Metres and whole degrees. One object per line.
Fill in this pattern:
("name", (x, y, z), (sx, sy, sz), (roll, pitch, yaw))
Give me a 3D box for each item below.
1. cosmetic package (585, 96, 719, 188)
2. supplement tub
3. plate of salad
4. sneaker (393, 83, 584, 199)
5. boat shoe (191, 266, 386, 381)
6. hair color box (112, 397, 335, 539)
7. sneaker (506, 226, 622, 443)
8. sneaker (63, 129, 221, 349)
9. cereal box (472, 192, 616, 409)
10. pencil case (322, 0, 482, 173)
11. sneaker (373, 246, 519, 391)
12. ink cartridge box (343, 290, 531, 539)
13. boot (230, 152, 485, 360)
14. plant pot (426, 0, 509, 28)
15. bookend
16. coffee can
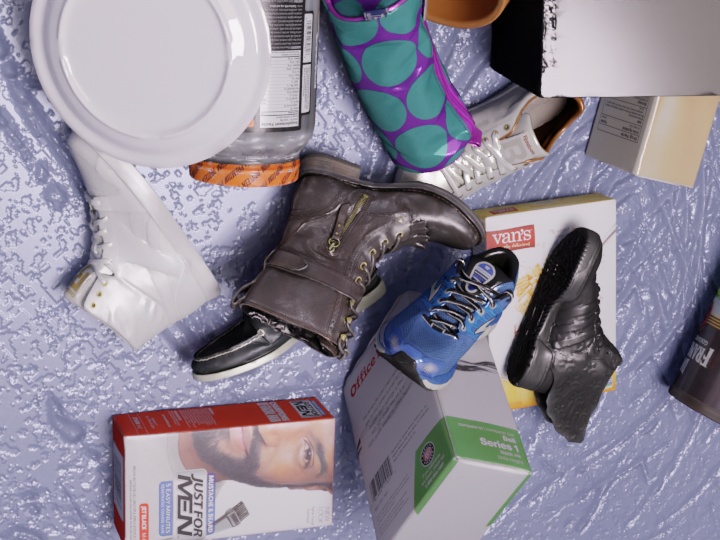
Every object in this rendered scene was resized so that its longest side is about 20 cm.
("cosmetic package", (0.291, -0.189, 1.333), (0.071, 0.105, 0.202), (10, 103, -22))
("supplement tub", (-0.096, -0.177, 1.185), (0.121, 0.122, 0.202), (-2, 106, -19))
("plate of salad", (-0.165, -0.180, 1.116), (0.198, 0.048, 0.202), (4, 113, 9))
("sneaker", (0.118, -0.116, 1.301), (0.199, 0.085, 0.073), (-38, 115, -2))
("boat shoe", (-0.073, 0.032, 1.279), (0.198, 0.074, 0.067), (-26, 110, -12))
("hair color box", (-0.127, 0.187, 1.308), (0.198, 0.064, 0.112), (-4, 105, -20))
("sneaker", (0.211, 0.063, 1.356), (0.104, 0.060, 0.201), (19, 103, -22))
("sneaker", (-0.217, -0.022, 1.212), (0.115, 0.074, 0.201), (-37, 115, -10))
("cereal box", (0.183, 0.031, 1.389), (0.143, 0.040, 0.202), (-9, 108, -17))
("pencil case", (0.038, -0.178, 1.220), (0.092, 0.086, 0.201), (-6, 140, 18))
("sneaker", (0.080, 0.030, 1.211), (0.078, 0.200, 0.089), (36, 125, 9))
("ink cartridge box", (0.063, 0.141, 1.269), (0.084, 0.201, 0.147), (13, 130, -25))
("boot", (0.000, 0.000, 1.245), (0.198, 0.069, 0.175), (17, 64, 0))
("plant pot", (0.074, -0.323, 1.179), (0.200, 0.200, 0.140), (45, 72, -24))
("bookend", (0.230, -0.210, 1.230), (0.198, 0.199, 0.093), (-1, 105, -6))
("coffee can", (0.421, 0.066, 1.427), (0.145, 0.146, 0.201), (22, 96, -24))
